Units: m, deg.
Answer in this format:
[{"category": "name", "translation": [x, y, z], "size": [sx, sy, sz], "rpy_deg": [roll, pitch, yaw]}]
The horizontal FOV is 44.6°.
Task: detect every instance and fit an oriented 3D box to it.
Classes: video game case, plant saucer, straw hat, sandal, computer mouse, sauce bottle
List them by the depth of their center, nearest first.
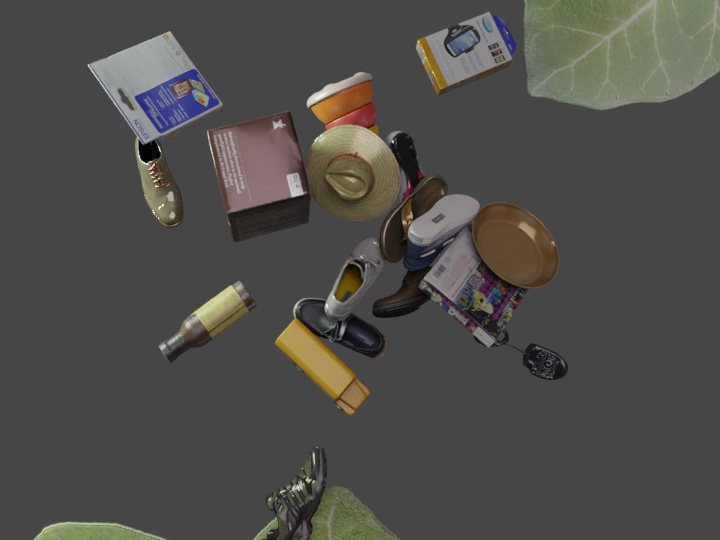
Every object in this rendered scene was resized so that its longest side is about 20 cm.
[{"category": "sauce bottle", "translation": [-0.294, 0.100, 1.678], "size": [0.198, 0.065, 0.065], "rpy_deg": [-35, 82, -12]}, {"category": "straw hat", "translation": [-0.022, -0.179, 1.705], "size": [0.196, 0.085, 0.206], "rpy_deg": [3, 109, 10]}, {"category": "video game case", "translation": [0.229, 0.023, 1.709], "size": [0.180, 0.036, 0.200], "rpy_deg": [39, 50, 3]}, {"category": "sandal", "translation": [0.108, -0.104, 1.716], "size": [0.080, 0.054, 0.201], "rpy_deg": [42, 82, -27]}, {"category": "computer mouse", "translation": [0.317, 0.160, 1.736], "size": [0.197, 0.034, 0.060], "rpy_deg": [26, 93, 7]}, {"category": "plant saucer", "translation": [0.302, -0.043, 1.742], "size": [0.196, 0.036, 0.204], "rpy_deg": [13, 53, -18]}]

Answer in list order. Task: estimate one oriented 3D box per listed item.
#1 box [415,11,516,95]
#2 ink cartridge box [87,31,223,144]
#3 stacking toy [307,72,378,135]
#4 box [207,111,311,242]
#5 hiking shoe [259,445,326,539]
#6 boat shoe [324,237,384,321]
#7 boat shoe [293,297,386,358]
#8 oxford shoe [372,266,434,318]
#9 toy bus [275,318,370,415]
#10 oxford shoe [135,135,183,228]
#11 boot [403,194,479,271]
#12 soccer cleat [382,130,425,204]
[{"category": "box", "translation": [0.229, -0.463, 1.859], "size": [0.196, 0.042, 0.121], "rpy_deg": [-22, 80, -12]}, {"category": "ink cartridge box", "translation": [-0.407, -0.359, 1.751], "size": [0.198, 0.047, 0.199], "rpy_deg": [-33, 83, -29]}, {"category": "stacking toy", "translation": [-0.012, -0.281, 1.770], "size": [0.144, 0.146, 0.204], "rpy_deg": [-23, 97, -9]}, {"category": "box", "translation": [-0.190, -0.174, 1.678], "size": [0.160, 0.200, 0.170], "rpy_deg": [-14, 78, -7]}, {"category": "hiking shoe", "translation": [-0.123, 0.416, 1.616], "size": [0.098, 0.076, 0.204], "rpy_deg": [17, 78, -4]}, {"category": "boat shoe", "translation": [-0.004, -0.002, 1.686], "size": [0.074, 0.087, 0.203], "rpy_deg": [32, 56, 7]}, {"category": "boat shoe", "translation": [-0.038, 0.108, 1.699], "size": [0.197, 0.062, 0.076], "rpy_deg": [27, 78, 3]}, {"category": "oxford shoe", "translation": [0.102, 0.034, 1.725], "size": [0.197, 0.073, 0.086], "rpy_deg": [-22, 77, -21]}, {"category": "toy bus", "translation": [-0.070, 0.185, 1.670], "size": [0.200, 0.078, 0.065], "rpy_deg": [43, 78, 5]}, {"category": "oxford shoe", "translation": [-0.403, -0.181, 1.725], "size": [0.069, 0.075, 0.203], "rpy_deg": [-22, 80, -9]}, {"category": "boot", "translation": [0.152, -0.075, 1.699], "size": [0.072, 0.092, 0.198], "rpy_deg": [38, 46, 26]}, {"category": "soccer cleat", "translation": [0.095, -0.183, 1.776], "size": [0.069, 0.086, 0.204], "rpy_deg": [-19, 103, -19]}]
